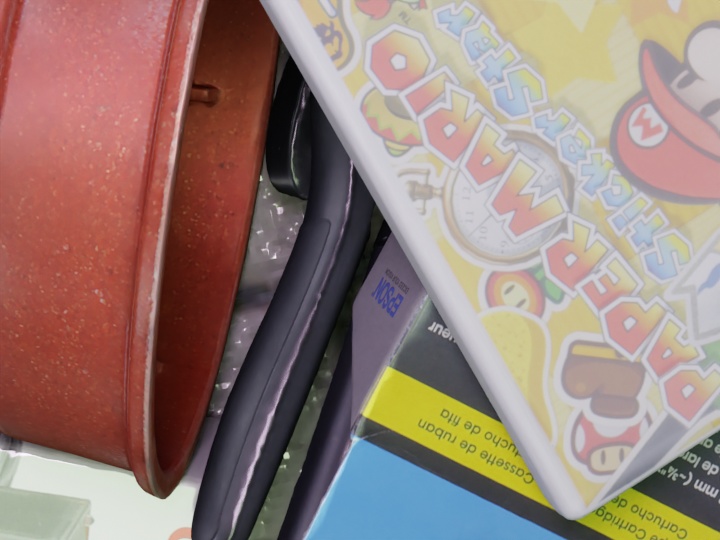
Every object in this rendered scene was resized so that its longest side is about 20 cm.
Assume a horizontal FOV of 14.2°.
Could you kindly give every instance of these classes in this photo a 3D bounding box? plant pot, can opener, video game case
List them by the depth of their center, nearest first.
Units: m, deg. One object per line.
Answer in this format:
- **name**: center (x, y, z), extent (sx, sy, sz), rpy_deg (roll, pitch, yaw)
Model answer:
- **video game case**: center (0.082, -0.063, 0.754), extent (0.182, 0.023, 0.200), rpy_deg (-32, 108, -6)
- **plant pot**: center (-0.133, -0.049, 0.821), extent (0.195, 0.201, 0.201), rpy_deg (9, 100, 4)
- **can opener**: center (0.000, 0.000, 0.857), extent (0.063, 0.079, 0.200), rpy_deg (17, 74, -15)

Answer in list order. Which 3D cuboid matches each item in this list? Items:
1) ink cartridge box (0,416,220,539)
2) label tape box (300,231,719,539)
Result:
- **ink cartridge box**: center (-0.139, 0.108, 0.895), extent (0.200, 0.083, 0.147), rpy_deg (10, 99, -4)
- **label tape box**: center (0.078, 0.018, 0.817), extent (0.144, 0.063, 0.200), rpy_deg (28, 94, -18)
